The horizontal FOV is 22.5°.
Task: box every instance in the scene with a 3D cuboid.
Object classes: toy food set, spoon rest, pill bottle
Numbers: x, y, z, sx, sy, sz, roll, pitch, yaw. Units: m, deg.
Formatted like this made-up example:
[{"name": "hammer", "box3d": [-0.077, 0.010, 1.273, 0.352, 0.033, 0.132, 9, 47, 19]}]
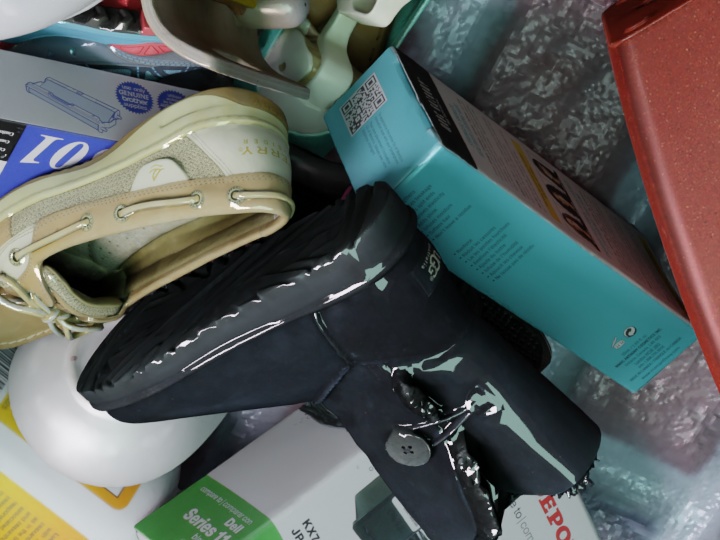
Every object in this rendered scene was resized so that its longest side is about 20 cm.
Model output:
[{"name": "toy food set", "box3d": [-0.032, -0.176, 0.756, 0.060, 0.143, 0.201, 9, 93, 13]}, {"name": "spoon rest", "box3d": [-0.079, 0.038, 0.901, 0.199, 0.061, 0.100, -25, 73, -19]}, {"name": "pill bottle", "box3d": [-0.164, 0.104, 0.934, 0.200, 0.111, 0.111, 41, 108, -17]}]

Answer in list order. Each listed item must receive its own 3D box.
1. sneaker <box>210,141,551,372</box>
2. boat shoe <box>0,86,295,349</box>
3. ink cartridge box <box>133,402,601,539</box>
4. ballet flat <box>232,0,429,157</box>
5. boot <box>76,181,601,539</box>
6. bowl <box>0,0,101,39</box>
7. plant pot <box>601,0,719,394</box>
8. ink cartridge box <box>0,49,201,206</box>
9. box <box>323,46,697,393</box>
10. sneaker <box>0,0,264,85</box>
[{"name": "sneaker", "box3d": [0.000, 0.000, 0.851, 0.199, 0.081, 0.086, 28, 154, 3]}, {"name": "boat shoe", "box3d": [-0.112, -0.008, 0.815, 0.200, 0.063, 0.073, -27, 144, 24]}, {"name": "ink cartridge box", "box3d": [0.010, 0.138, 0.920, 0.200, 0.083, 0.147, -36, 114, -18]}, {"name": "ballet flat", "box3d": [-0.007, -0.120, 0.854, 0.067, 0.070, 0.200, 26, 113, -14]}, {"name": "boot", "box3d": [-0.011, 0.066, 0.814, 0.200, 0.077, 0.168, -26, 114, 31]}, {"name": "bowl", "box3d": [-0.151, -0.171, 0.786, 0.200, 0.202, 0.090, -19, 146, 9]}, {"name": "plant pot", "box3d": [0.212, -0.071, 0.823, 0.199, 0.200, 0.177, -30, 99, 13]}, {"name": "ink cartridge box", "box3d": [-0.178, -0.057, 0.823, 0.199, 0.044, 0.094, 10, 142, -28]}, {"name": "box", "box3d": [0.075, -0.020, 0.861, 0.049, 0.082, 0.200, -44, 128, 18]}, {"name": "sneaker", "box3d": [-0.144, -0.106, 0.870, 0.199, 0.080, 0.096, -3, 139, -1]}]
